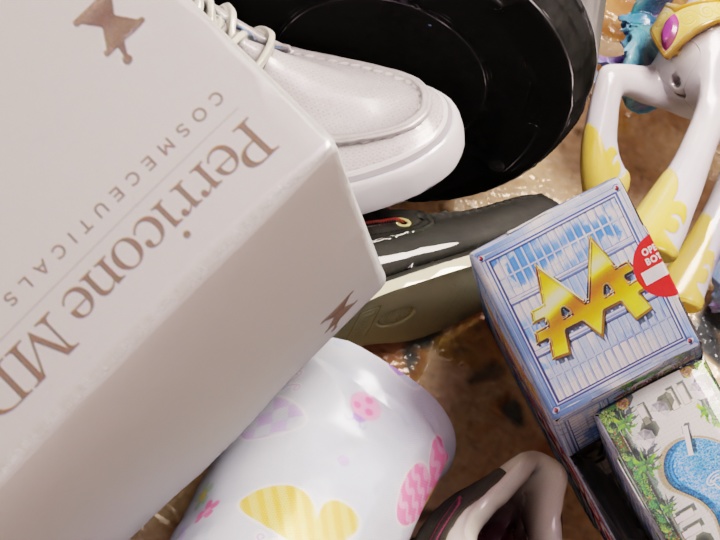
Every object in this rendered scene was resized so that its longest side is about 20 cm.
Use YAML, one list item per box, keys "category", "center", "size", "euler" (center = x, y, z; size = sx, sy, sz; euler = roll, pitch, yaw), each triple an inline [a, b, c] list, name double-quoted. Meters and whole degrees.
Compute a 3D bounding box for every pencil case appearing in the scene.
- category: "pencil case"
  center: [-0.037, 0.116, 0.825]
  size: [0.083, 0.091, 0.201]
  euler: [33, 48, -6]

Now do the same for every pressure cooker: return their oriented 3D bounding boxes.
- category: "pressure cooker"
  center: [0.026, -0.153, 0.989]
  size: [0.175, 0.179, 0.201]
  euler: [18, 53, -9]

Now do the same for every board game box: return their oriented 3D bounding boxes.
- category: "board game box"
  center: [0.101, 0.056, 0.867]
  size: [0.061, 0.200, 0.201]
  euler: [-28, 67, 1]

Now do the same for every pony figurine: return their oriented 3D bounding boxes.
- category: "pony figurine"
  center: [0.179, -0.078, 1.027]
  size: [0.192, 0.166, 0.202]
  euler: [23, 73, -35]

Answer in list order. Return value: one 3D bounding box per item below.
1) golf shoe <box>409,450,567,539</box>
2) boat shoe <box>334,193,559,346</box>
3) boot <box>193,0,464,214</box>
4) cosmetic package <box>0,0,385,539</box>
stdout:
- category: "golf shoe"
  center: [0.035, 0.145, 0.817]
  size: [0.077, 0.088, 0.201]
  euler: [23, 34, -13]
- category: "boat shoe"
  center: [0.001, -0.001, 0.938]
  size: [0.200, 0.074, 0.063]
  euler: [-17, 69, -29]
- category: "boot"
  center: [-0.063, -0.076, 0.894]
  size: [0.198, 0.096, 0.074]
  euler: [0, 43, 10]
- category: "cosmetic package"
  center: [-0.121, -0.026, 0.763]
  size: [0.167, 0.166, 0.200]
  euler: [-45, 76, -6]
